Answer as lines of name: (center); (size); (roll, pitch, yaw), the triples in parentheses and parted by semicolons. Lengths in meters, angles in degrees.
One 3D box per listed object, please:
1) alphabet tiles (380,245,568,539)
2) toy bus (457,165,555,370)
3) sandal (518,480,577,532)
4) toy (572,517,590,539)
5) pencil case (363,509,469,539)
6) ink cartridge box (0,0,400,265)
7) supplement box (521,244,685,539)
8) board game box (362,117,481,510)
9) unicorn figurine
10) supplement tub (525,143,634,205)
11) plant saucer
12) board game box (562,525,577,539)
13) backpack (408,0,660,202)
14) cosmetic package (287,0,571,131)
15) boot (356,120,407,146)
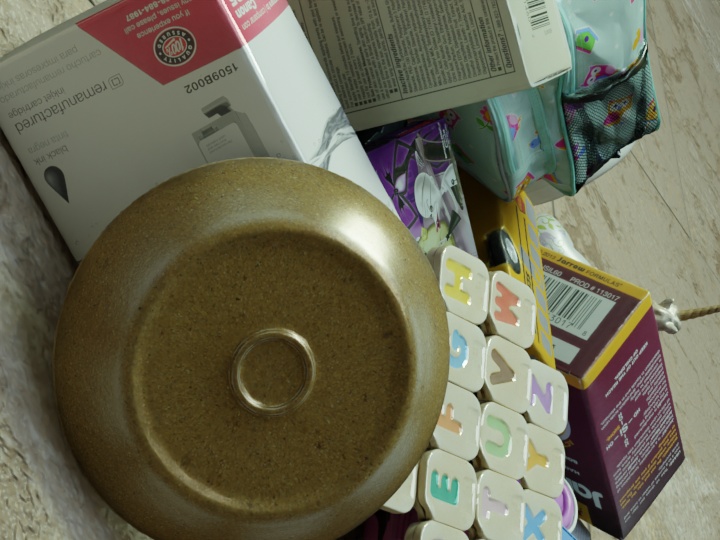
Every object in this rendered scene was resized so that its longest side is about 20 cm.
alphabet tiles: (0.065, 0.091, 1.100); (0.195, 0.015, 0.201); (27, 61, -46)
toy bus: (0.078, -0.012, 1.260); (0.078, 0.065, 0.200); (52, 24, -37)
sandal: (0.083, 0.095, 1.267); (0.203, 0.050, 0.083); (44, 36, -22)
toy: (0.083, 0.150, 1.326); (0.200, 0.047, 0.115); (54, 25, -18)
pencil case: (0.034, 0.165, 1.148); (0.200, 0.090, 0.094); (-85, 176, -51)
ink cartridge box: (-0.080, -0.051, 1.003); (0.200, 0.146, 0.083); (62, 23, -13)
supplement box: (0.150, 0.085, 1.362); (0.086, 0.110, 0.200); (-48, 143, -23)
board game box: (0.033, 0.023, 1.114); (0.120, 0.032, 0.201); (-27, 107, -49)
unicorn figurine: (0.166, 0.018, 1.415); (0.200, 0.074, 0.137); (37, -15, 16)
supplement tub: (0.132, -0.166, 1.626); (0.200, 0.140, 0.140); (62, 22, -13)
plant saucer: (-0.046, 0.047, 0.933); (0.201, 0.200, 0.035); (61, -10, -14)
board game box: (0.127, 0.261, 1.245); (0.200, 0.037, 0.152); (46, 60, -45)
backpack: (0.089, -0.156, 1.196); (0.176, 0.153, 0.200); (43, -28, 32)
cosmetic package: (0.005, -0.132, 1.075); (0.073, 0.199, 0.104); (-28, 106, -61)
boot: (0.001, 0.000, 1.159); (0.163, 0.073, 0.198); (66, 32, -30)
